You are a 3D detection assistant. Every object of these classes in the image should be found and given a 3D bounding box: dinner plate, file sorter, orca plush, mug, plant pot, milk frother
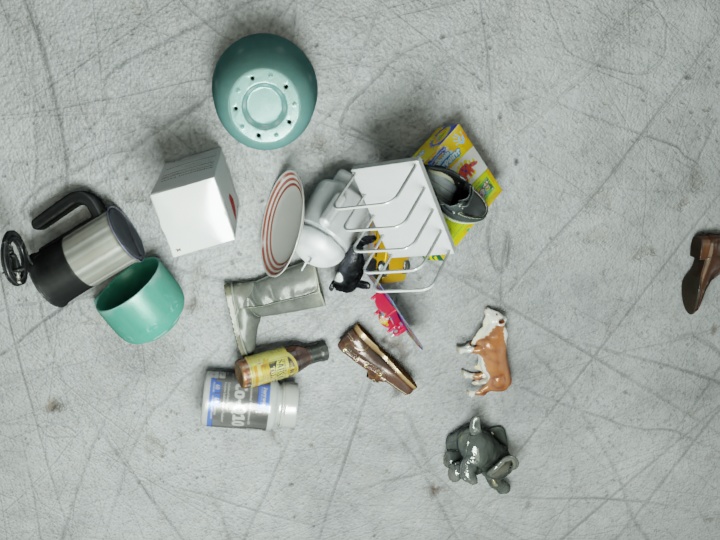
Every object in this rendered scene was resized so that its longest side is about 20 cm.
[{"bbox_3d":[-0.141,-0.087,1.436,0.024,0.200,0.203,10,112,-26],"label":"dinner plate"},{"bbox_3d":[0.058,-0.072,1.341,0.137,0.125,0.202,-2,129,33],"label":"file sorter"},{"bbox_3d":[0.000,0.000,1.499,0.071,0.106,0.201,34,139,4],"label":"orca plush"},{"bbox_3d":[-0.425,0.064,1.498,0.152,0.184,0.115,-42,119,-14],"label":"mug"},{"bbox_3d":[-0.170,-0.306,1.358,0.196,0.161,0.204,-2,113,-5],"label":"plant pot"},{"bbox_3d":[-0.531,-0.037,1.406,0.186,0.200,0.182,-30,109,6],"label":"milk frother"}]

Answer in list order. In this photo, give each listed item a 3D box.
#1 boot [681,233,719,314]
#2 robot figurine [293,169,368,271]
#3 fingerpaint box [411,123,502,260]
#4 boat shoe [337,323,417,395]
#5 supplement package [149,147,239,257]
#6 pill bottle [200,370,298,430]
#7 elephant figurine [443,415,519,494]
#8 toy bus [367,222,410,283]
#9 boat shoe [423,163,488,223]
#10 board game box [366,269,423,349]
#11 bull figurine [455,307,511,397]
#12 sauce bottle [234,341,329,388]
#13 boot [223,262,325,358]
[{"bbox_3d":[0.808,0.004,1.661,0.196,0.064,0.190,-3,115,-11],"label":"boot"},{"bbox_3d":[-0.059,-0.091,1.459,0.112,0.170,0.202,27,72,5],"label":"robot figurine"},{"bbox_3d":[0.153,-0.148,1.464,0.201,0.073,0.167,-49,114,-20],"label":"fingerpaint box"},{"bbox_3d":[0.036,0.201,1.641,0.070,0.070,0.200,-44,102,5],"label":"boat shoe"},{"bbox_3d":[-0.295,-0.128,1.394,0.118,0.201,0.123,-15,114,0],"label":"supplement package"},{"bbox_3d":[-0.233,0.277,1.615,0.196,0.114,0.116,6,112,-9],"label":"pill bottle"},{"bbox_3d":[0.298,0.426,1.748,0.197,0.155,0.144,14,67,-23],"label":"elephant figurine"},{"bbox_3d":[0.061,-0.080,1.516,0.064,0.078,0.204,-8,116,-33],"label":"toy bus"},{"bbox_3d":[0.170,-0.142,1.392,0.198,0.066,0.076,31,74,-28],"label":"boat shoe"},{"bbox_3d":[0.054,0.090,1.546,0.039,0.158,0.201,-36,113,-3],"label":"board game box"},{"bbox_3d":[0.273,0.183,1.665,0.119,0.065,0.203,-14,111,3],"label":"bull figurine"},{"bbox_3d":[-0.160,0.190,1.589,0.197,0.066,0.067,-15,115,-23],"label":"sauce bottle"},{"bbox_3d":[-0.169,0.082,1.575,0.196,0.073,0.185,-13,115,-9],"label":"boot"}]
